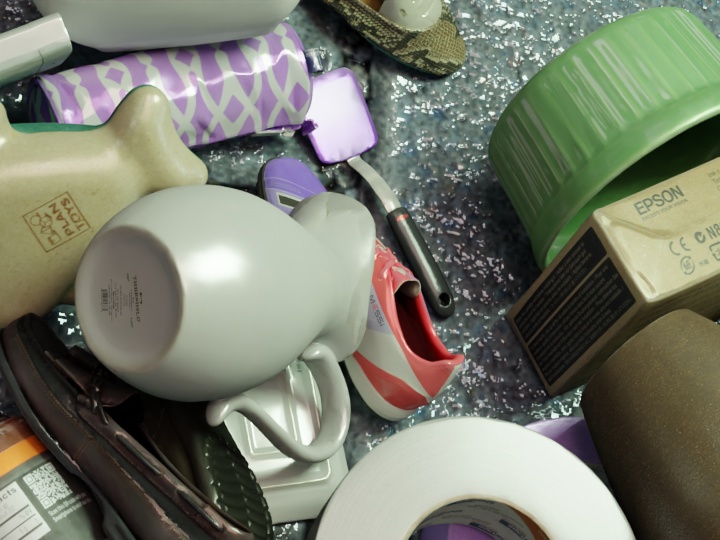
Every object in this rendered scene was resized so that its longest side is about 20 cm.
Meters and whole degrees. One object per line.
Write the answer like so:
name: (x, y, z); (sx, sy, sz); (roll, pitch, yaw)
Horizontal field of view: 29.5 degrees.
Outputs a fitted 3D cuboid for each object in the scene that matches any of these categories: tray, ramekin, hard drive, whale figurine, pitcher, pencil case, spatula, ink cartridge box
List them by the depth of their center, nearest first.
pitcher: (-0.068, 0.037, 0.809); (0.200, 0.121, 0.173); (-3, 85, -58)
hard drive: (-0.276, -0.105, 0.834); (0.199, 0.132, 0.027); (-23, 101, -13)
whale figurine: (-0.197, -0.049, 0.843); (0.199, 0.160, 0.104); (-28, 32, 3)
tray: (-0.069, 0.067, 0.906); (0.107, 0.022, 0.201); (-4, 68, -21)
pencil case: (-0.127, -0.112, 0.939); (0.199, 0.084, 0.086); (-17, 98, -23)
ink cartridge box: (0.221, -0.006, 0.952); (0.199, 0.165, 0.075); (-22, 72, -26)
ramekin: (0.187, -0.092, 0.967); (0.199, 0.200, 0.098); (-21, 67, -25)
spatula: (0.015, -0.054, 0.989); (0.056, 0.021, 0.201); (-23, 76, -27)

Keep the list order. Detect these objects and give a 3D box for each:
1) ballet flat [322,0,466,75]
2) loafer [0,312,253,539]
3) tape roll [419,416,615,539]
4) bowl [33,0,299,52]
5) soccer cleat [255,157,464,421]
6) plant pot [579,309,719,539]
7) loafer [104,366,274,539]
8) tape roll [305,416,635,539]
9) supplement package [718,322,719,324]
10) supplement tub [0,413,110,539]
ballet flat: (0.002, -0.222, 1.029); (0.199, 0.075, 0.068); (34, 60, -1)
loafer: (-0.132, 0.097, 0.772); (0.063, 0.072, 0.200); (-40, 73, 8)
tape roll: (0.139, 0.201, 0.890); (0.199, 0.066, 0.201); (7, 65, -14)
bowl: (-0.119, -0.216, 0.939); (0.198, 0.075, 0.200); (-4, 35, 7)
soccer cleat: (0.000, 0.000, 0.920); (0.068, 0.073, 0.201); (-14, 71, -51)
plant pot: (0.230, 0.128, 0.831); (0.186, 0.187, 0.200); (-27, 62, -26)
loafer: (-0.113, 0.121, 0.840); (0.071, 0.073, 0.201); (-31, 58, 12)
tape roll: (0.063, 0.190, 0.796); (0.199, 0.066, 0.202); (5, 67, -11)
supplement package: (0.314, 0.120, 0.955); (0.109, 0.114, 0.200); (-35, 80, -29)
supplement tub: (-0.191, 0.158, 0.778); (0.107, 0.107, 0.200); (-34, 80, -28)
